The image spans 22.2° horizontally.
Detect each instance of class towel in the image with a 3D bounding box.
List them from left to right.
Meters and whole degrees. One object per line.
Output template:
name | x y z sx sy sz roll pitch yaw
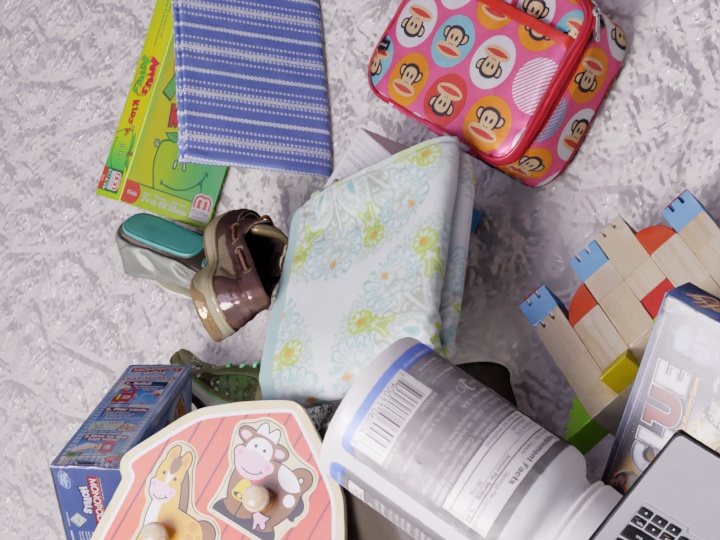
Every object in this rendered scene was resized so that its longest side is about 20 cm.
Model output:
towel | -0.099 -0.179 1.627 0.024 0.144 0.202 138 132 -58
towel | 0.006 0.004 1.401 0.170 0.048 0.201 -22 47 38

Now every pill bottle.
pill bottle | 0.081 0.144 1.243 0.199 0.114 0.114 34 102 17

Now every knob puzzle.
knob puzzle | -0.097 0.183 1.334 0.218 0.030 0.222 -4 76 14

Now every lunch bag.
lunch bag | 0.114 -0.180 1.467 0.200 0.082 0.177 35 98 42

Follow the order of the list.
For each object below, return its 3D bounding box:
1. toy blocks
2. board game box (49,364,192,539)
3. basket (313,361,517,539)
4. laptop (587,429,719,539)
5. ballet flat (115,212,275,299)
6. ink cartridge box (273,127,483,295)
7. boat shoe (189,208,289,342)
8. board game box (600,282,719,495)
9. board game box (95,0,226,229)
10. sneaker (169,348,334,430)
toy blocks | 0.204 0.022 1.315 0.200 0.100 0.137 -42 43 12
board game box | -0.182 0.178 1.517 0.061 0.201 0.200 1 33 11
basket | 0.068 0.195 1.351 0.179 0.136 0.201 -23 62 -3
laptop | 0.220 0.242 1.135 0.201 0.186 0.116 -54 19 16
ballet flat | -0.136 0.002 1.656 0.199 0.067 0.064 19 129 31
ink cartridge box | 0.000 0.000 1.521 0.116 0.066 0.201 43 107 43
boat shoe | -0.088 -0.007 1.511 0.072 0.073 0.200 -25 15 13
board game box | 0.234 0.128 1.216 0.135 0.034 0.201 30 120 30
board game box | -0.162 -0.149 1.692 0.047 0.101 0.202 17 89 53
sneaker | -0.089 0.108 1.590 0.089 0.077 0.200 -42 43 -15
